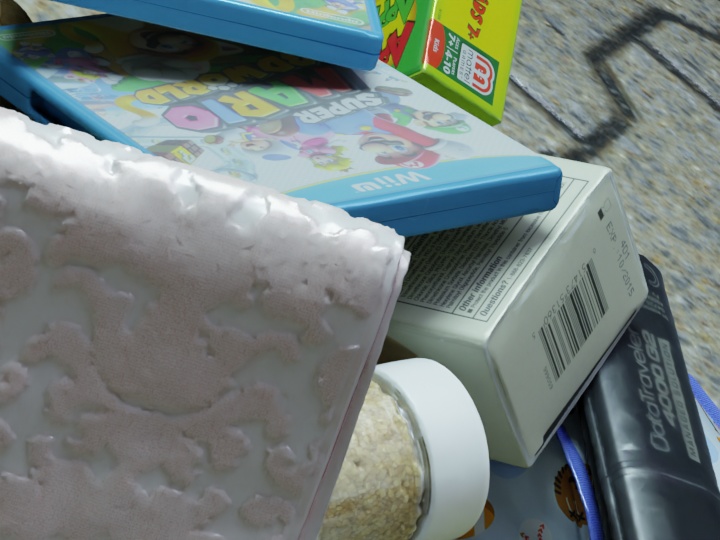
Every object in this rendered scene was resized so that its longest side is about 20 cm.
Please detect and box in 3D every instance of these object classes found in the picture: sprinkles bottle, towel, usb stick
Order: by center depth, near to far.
[{"bbox_3d":[-0.107,0.049,0.826,0.200,0.191,0.032,17,14,-3],"label":"towel"},{"bbox_3d":[-0.053,0.080,0.976,0.200,0.068,0.068,-11,50,-32],"label":"sprinkles bottle"},{"bbox_3d":[0.109,0.061,1.094,0.055,0.033,0.200,20,36,-22],"label":"usb stick"}]

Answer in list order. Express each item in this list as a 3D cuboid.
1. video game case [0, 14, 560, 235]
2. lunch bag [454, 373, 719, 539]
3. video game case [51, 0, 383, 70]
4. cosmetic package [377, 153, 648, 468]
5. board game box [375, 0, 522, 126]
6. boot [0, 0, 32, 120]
[{"bbox_3d":[-0.040,-0.058,1.070,0.143,0.018,0.200,-10,29,-33],"label":"video game case"},{"bbox_3d":[0.098,0.114,1.163,0.170,0.124,0.200,18,23,-42],"label":"lunch bag"},{"bbox_3d":[-0.069,-0.143,1.150,0.143,0.018,0.200,11,26,-11],"label":"video game case"},{"bbox_3d":[0.000,0.000,1.116,0.200,0.105,0.071,14,-39,35],"label":"cosmetic package"},{"bbox_3d":[-0.016,-0.087,1.225,0.048,0.200,0.102,30,57,-32],"label":"board game box"},{"bbox_3d":[-0.151,-0.063,1.185,0.075,0.074,0.200,38,19,-19],"label":"boot"}]
